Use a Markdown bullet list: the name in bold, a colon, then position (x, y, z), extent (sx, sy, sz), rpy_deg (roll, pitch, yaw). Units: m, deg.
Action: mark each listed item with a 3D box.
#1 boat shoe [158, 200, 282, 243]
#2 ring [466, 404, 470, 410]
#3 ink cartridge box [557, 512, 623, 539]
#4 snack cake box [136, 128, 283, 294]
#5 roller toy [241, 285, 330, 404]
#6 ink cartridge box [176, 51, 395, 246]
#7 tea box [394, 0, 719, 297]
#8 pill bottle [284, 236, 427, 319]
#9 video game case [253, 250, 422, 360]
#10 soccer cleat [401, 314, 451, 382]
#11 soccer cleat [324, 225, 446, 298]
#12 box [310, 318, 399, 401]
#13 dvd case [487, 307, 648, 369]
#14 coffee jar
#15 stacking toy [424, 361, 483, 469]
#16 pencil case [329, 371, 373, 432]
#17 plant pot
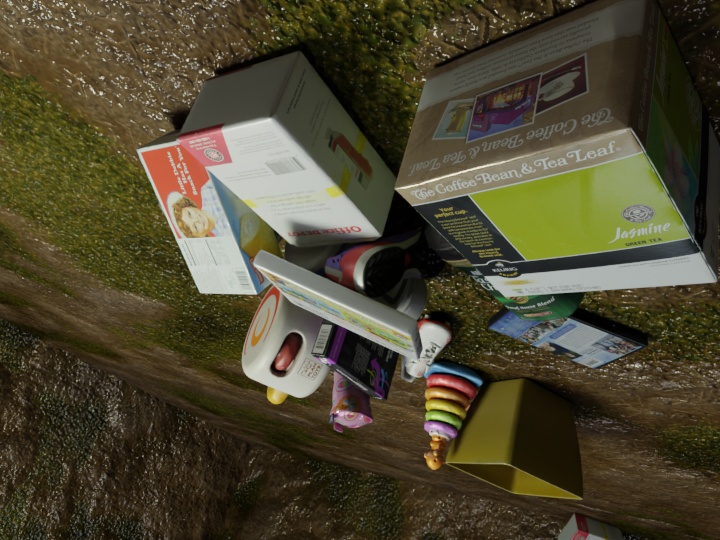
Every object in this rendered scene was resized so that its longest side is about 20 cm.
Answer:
- **boat shoe**: position (-0.193, -0.077, 0.884), extent (0.196, 0.077, 0.072), rpy_deg (21, 162, 18)
- **ring**: position (0.341, 0.344, 1.436), extent (0.195, 0.020, 0.201), rpy_deg (16, 157, 7)
- **ink cartridge box**: position (0.866, 1.018, 2.310), extent (0.195, 0.084, 0.148), rpy_deg (18, 117, -2)
- **snack cake box**: position (-0.182, -0.074, 0.767), extent (0.113, 0.067, 0.204), rpy_deg (1, 119, 37)
- **roller toy**: position (-0.116, 0.124, 1.094), extent (0.137, 0.204, 0.182), rpy_deg (26, 149, -20)
- **ink cartridge box**: position (-0.071, -0.118, 0.666), extent (0.142, 0.085, 0.200), rpy_deg (-1, 149, 36)
- **tea box**: position (0.170, -0.086, 0.518), extent (0.197, 0.137, 0.196), rpy_deg (-7, 147, 43)
- **pill bottle**: position (0.000, 0.000, 0.845), extent (0.112, 0.116, 0.199), rpy_deg (-7, 145, 44)
- **video game case**: position (-0.018, 0.047, 0.748), extent (0.196, 0.023, 0.182), rpy_deg (24, 168, 14)
- **soccer cleat**: position (0.112, 0.143, 1.098), extent (0.067, 0.087, 0.201), rpy_deg (19, 156, -4)
- **soccer cleat**: position (0.041, -0.018, 0.748), extent (0.072, 0.070, 0.198), rpy_deg (13, -159, 36)
- **box**: position (0.004, 0.118, 1.052), extent (0.035, 0.146, 0.200), rpy_deg (0, 150, 38)
- **dvd case**: position (0.309, 0.094, 0.936), extent (0.195, 0.018, 0.143), rpy_deg (21, 155, -3)
- **coffee jar**: position (0.169, -0.020, 0.715), extent (0.198, 0.087, 0.103), rpy_deg (34, 154, -30)
- **stacking toy**: position (0.168, 0.298, 1.239), extent (0.113, 0.205, 0.110), rpy_deg (16, 156, 0)
- **pencil case**: position (-0.016, 0.192, 1.152), extent (0.085, 0.205, 0.088), rpy_deg (1, 147, 1)
- **plant pot**: position (0.316, 0.329, 1.228), extent (0.197, 0.180, 0.199), rpy_deg (28, 154, -20)
